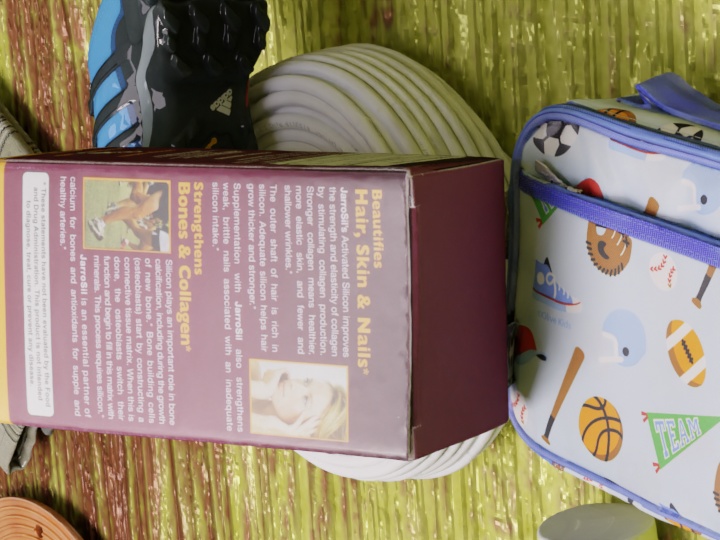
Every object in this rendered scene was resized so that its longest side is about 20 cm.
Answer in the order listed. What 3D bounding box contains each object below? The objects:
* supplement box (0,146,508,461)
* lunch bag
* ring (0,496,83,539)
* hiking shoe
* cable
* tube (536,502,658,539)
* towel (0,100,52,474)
[{"bbox_3d":[-0.047,0.009,1.004,0.199,0.086,0.111,3,98,29],"label":"supplement box"},{"bbox_3d":[0.132,0.013,0.961,0.200,0.075,0.161,23,117,46],"label":"lunch bag"},{"bbox_3d":[-0.180,0.230,1.489,0.200,0.019,0.201,21,118,49],"label":"ring"},{"bbox_3d":[-0.087,-0.061,1.124,0.087,0.074,0.201,30,112,57],"label":"hiking shoe"},{"bbox_3d":[0.000,0.000,1.131,0.200,0.069,0.200,53,138,27],"label":"cable"},{"bbox_3d":[0.113,0.200,1.076,0.058,0.052,0.201,-79,-19,-76],"label":"tube"},{"bbox_3d":[-0.215,-0.011,1.450,0.200,0.034,0.193,52,135,31],"label":"towel"}]
